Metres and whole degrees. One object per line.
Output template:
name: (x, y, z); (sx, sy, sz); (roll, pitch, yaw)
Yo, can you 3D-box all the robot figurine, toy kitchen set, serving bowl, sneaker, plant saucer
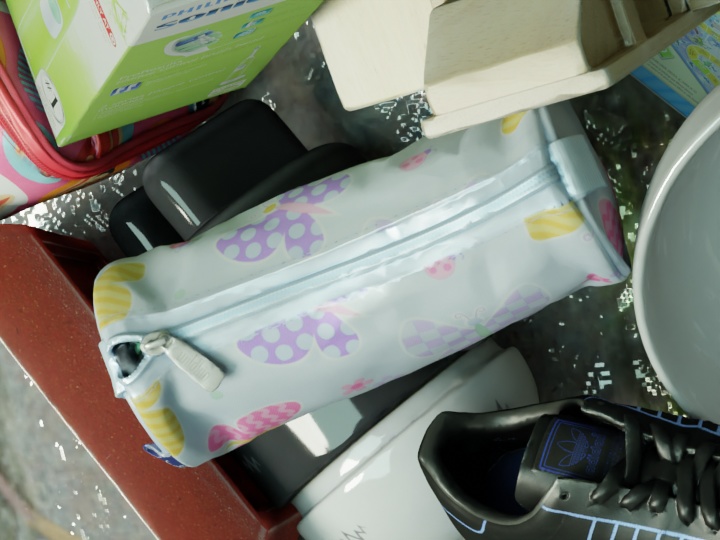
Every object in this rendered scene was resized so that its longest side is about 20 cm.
robot figurine: (-0.013, 0.027, 1.095); (0.125, 0.150, 0.200); (-40, 85, 3)
toy kitchen set: (0.048, -0.156, 0.919); (0.200, 0.163, 0.181); (-14, 102, 30)
serving bowl: (0.196, -0.017, 0.967); (0.199, 0.066, 0.201); (0, 126, -1)
sneaker: (0.111, 0.086, 0.967); (0.200, 0.070, 0.078); (-2, 146, 38)
plant saucer: (-0.093, 0.055, 1.125); (0.037, 0.200, 0.200); (-38, 86, 2)

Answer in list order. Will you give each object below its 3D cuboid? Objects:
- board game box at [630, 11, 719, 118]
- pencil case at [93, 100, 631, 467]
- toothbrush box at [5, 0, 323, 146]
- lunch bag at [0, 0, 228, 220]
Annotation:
board game box: (0.135, -0.134, 1.000); (0.200, 0.034, 0.135); (40, 122, 9)
pencil case: (0.000, 0.000, 0.976); (0.200, 0.091, 0.083); (-23, 68, 12)
toothbrush box: (-0.081, -0.143, 0.947); (0.146, 0.086, 0.200); (70, 162, 4)
lunch bag: (-0.155, -0.124, 1.083); (0.082, 0.176, 0.200); (-25, 94, 36)
